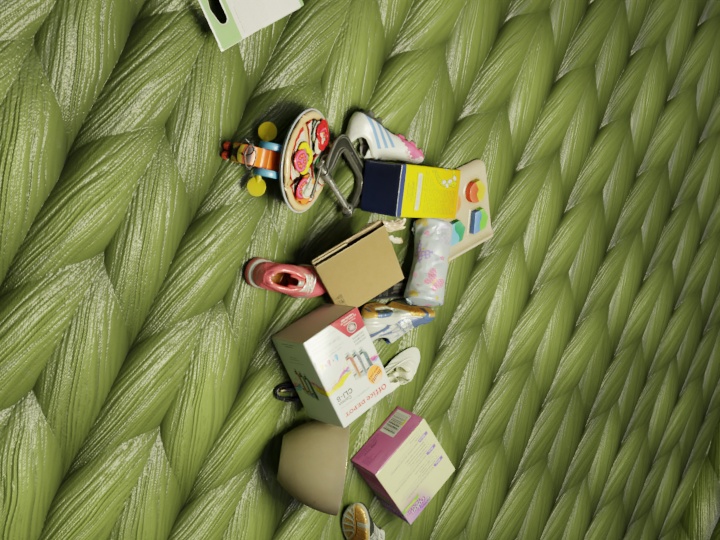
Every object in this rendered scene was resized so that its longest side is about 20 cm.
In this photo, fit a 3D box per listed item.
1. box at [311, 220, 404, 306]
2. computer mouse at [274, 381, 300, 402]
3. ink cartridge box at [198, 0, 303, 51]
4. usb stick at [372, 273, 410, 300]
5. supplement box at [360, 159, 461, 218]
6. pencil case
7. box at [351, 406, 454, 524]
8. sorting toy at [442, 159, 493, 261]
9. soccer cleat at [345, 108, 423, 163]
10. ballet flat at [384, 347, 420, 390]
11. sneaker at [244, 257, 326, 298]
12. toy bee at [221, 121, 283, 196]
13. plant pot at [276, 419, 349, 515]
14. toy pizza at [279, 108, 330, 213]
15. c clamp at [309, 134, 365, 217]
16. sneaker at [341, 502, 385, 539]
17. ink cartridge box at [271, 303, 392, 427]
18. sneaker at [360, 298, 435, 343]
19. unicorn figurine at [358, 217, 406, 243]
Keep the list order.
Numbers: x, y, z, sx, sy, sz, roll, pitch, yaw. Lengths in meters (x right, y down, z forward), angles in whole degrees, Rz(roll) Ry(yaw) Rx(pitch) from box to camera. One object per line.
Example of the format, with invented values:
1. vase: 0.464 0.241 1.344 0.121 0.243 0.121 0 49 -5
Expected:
1. box: 0.000 0.000 1.550 0.163 0.021 0.200 -31 144 -5
2. computer mouse: -0.093 0.245 1.619 0.199 0.034 0.059 -12 109 -36
3. ink cartridge box: -0.209 -0.497 1.338 0.200 0.048 0.146 -39 122 -25
4. usb stick: 0.097 0.035 1.724 0.199 0.033 0.056 -5 110 -38
5. supplement box: 0.110 -0.173 1.622 0.199 0.108 0.110 -2 102 -46
6. pencil case: 0.153 -0.019 1.696 0.090 0.083 0.201 10 77 -11
7. box: 0.104 0.460 1.790 0.176 0.096 0.200 -45 124 -22
8. sorting toy: 0.246 -0.142 1.799 0.185 0.036 0.201 -28 117 -31
9. soccer cleat: 0.047 -0.262 1.596 0.199 0.070 0.087 29 91 -34
10. ballet flat: 0.080 0.246 1.739 0.199 0.069 0.070 -29 118 -31
11. sneaker: -0.129 0.025 1.503 0.199 0.087 0.074 8 96 -40
12. toy bee: -0.194 -0.218 1.397 0.132 0.108 0.200 -68 155 -15
13. plant pot: -0.102 0.398 1.571 0.134 0.200 0.202 8 97 -3
14. toy pizza: -0.096 -0.208 1.451 0.200 0.032 0.201 13 90 -70
15. c clamp: -0.042 -0.178 1.521 0.200 0.027 0.172 47 55 -58
16. sneaker: 0.013 0.617 1.783 0.088 0.075 0.201 -34 124 -46
17. ink cartridge box: -0.057 0.192 1.542 0.145 0.144 0.201 -33 108 -29
18. sneaker: 0.079 0.119 1.714 0.199 0.075 0.089 -1 113 -32
19. unicorn figurine: 0.011 -0.046 1.591 0.137 0.074 0.201 -11 140 -34
